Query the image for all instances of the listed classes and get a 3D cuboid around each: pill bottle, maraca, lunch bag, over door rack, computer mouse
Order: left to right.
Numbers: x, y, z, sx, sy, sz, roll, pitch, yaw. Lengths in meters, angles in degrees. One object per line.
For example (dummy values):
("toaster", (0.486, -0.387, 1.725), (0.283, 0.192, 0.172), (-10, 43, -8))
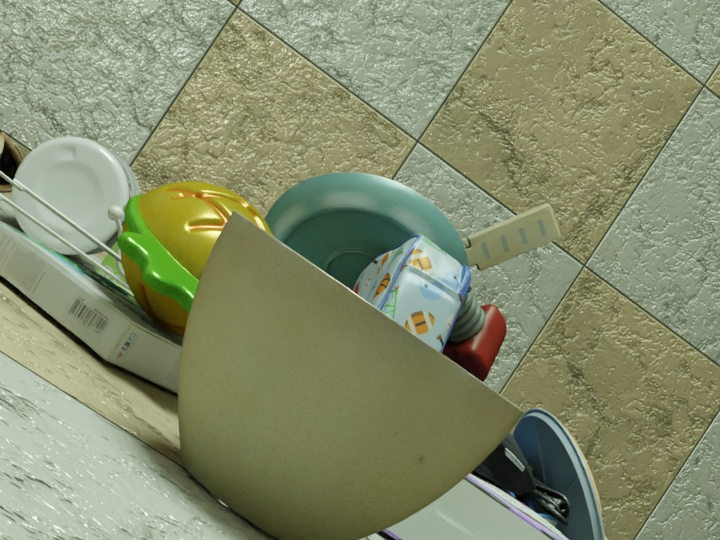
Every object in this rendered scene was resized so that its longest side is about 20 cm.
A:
("pill bottle", (-0.282, -0.073, 1.585), (0.113, 0.114, 0.200), (34, -1, -2))
("over door rack", (-0.219, -0.036, 1.255), (0.199, 0.067, 0.148), (25, -9, -18))
("maraca", (-0.117, -0.002, 1.119), (0.137, 0.107, 0.200), (37, 12, -7))
("lunch bag", (0.015, 0.068, 1.334), (0.075, 0.201, 0.160), (32, -24, -11))
("computer mouse", (0.099, 0.141, 1.340), (0.200, 0.046, 0.140), (35, 0, -43))

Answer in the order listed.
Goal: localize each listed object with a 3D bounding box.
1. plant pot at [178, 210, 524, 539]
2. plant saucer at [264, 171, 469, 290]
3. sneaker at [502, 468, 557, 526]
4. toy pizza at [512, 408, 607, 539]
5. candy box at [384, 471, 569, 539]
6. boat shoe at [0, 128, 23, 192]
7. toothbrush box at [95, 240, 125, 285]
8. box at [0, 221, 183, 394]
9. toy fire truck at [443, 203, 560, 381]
("plant pot", (-0.026, 0.078, 0.884), (0.199, 0.135, 0.200), (34, 0, 0))
("plant saucer", (0.000, 0.000, 1.433), (0.199, 0.200, 0.028), (35, 40, -13))
("sneaker", (0.119, 0.185, 1.473), (0.074, 0.082, 0.201), (20, 37, -56))
("toy pizza", (0.190, 0.226, 1.453), (0.031, 0.202, 0.200), (-10, 14, -16))
("candy box", (0.090, 0.205, 1.253), (0.167, 0.072, 0.200), (35, -1, -4))
("boat shoe", (-0.382, -0.125, 1.525), (0.072, 0.076, 0.200), (39, 2, 15))
("toothbrush box", (-0.138, 0.044, 1.485), (0.200, 0.086, 0.145), (36, -1, 40))
("box", (-0.176, 0.040, 1.161), (0.144, 0.036, 0.200), (34, -3, 27))
("toy fire truck", (0.099, 0.022, 1.504), (0.199, 0.129, 0.177), (-7, -51, 40))
